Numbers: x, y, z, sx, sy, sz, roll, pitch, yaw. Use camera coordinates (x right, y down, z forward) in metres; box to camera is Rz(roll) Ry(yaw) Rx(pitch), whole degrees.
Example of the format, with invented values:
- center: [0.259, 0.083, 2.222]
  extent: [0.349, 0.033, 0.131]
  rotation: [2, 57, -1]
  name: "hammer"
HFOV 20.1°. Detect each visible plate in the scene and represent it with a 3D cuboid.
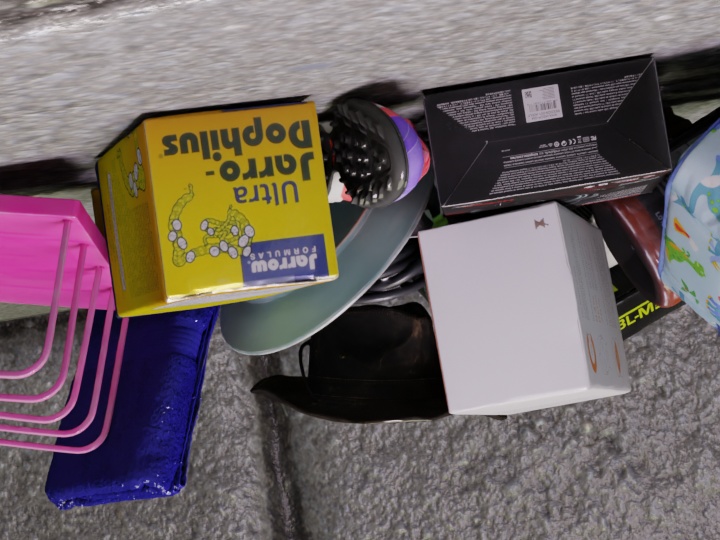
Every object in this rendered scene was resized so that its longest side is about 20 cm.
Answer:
- center: [-0.031, -0.027, 1.430]
  extent: [0.026, 0.201, 0.200]
  rotation: [43, 148, -27]
  name: "plate"

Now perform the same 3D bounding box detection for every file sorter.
- center: [-0.245, 0.040, 1.394]
  extent: [0.138, 0.126, 0.200]
  rotation: [4, 162, 8]
  name: "file sorter"

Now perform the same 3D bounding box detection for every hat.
- center: [0.017, 0.063, 1.516]
  extent: [0.199, 0.081, 0.201]
  rotation: [5, -176, 0]
  name: "hat"

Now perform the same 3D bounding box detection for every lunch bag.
- center: [0.274, -0.053, 1.319]
  extent: [0.161, 0.082, 0.200]
  rotation: [-40, 157, -14]
  name: "lunch bag"

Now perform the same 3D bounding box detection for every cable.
- center: [0.000, 0.000, 1.505]
  extent: [0.162, 0.051, 0.200]
  rotation: [-3, -179, 13]
  name: "cable"

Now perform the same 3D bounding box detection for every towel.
- center: [-0.160, 0.078, 1.507]
  extent: [0.049, 0.201, 0.147]
  rotation: [28, 153, -33]
  name: "towel"

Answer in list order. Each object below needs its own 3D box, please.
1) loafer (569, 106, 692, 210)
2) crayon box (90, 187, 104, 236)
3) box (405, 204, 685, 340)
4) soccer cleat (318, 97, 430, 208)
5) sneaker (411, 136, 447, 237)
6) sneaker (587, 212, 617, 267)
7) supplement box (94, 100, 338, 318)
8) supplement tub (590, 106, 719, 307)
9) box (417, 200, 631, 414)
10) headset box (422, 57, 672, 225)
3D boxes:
- center: [0.163, -0.085, 1.596]
  extent: [0.199, 0.068, 0.076]
  rotation: [-25, 167, 8]
  name: "loafer"
- center: [-0.135, -0.045, 1.588]
  extent: [0.126, 0.051, 0.200]
  rotation: [-9, 178, 1]
  name: "crayon box"
- center: [0.154, -0.007, 1.633]
  extent: [0.192, 0.048, 0.200]
  rotation: [-27, -140, -12]
  name: "box"
- center: [0.016, -0.075, 1.276]
  extent: [0.073, 0.069, 0.200]
  rotation: [-9, -178, -14]
  name: "soccer cleat"
- center: [0.097, -0.072, 1.494]
  extent: [0.199, 0.072, 0.083]
  rotation: [-17, -172, 3]
  name: "sneaker"
- center: [0.251, -0.050, 1.552]
  extent: [0.199, 0.087, 0.075]
  rotation: [-33, 166, -6]
  name: "sneaker"
- center: [-0.095, -0.035, 1.284]
  extent: [0.108, 0.110, 0.200]
  rotation: [-8, 178, -16]
  name: "supplement box"
- center: [0.274, -0.065, 1.476]
  extent: [0.199, 0.107, 0.107]
  rotation: [-31, 180, -6]
  name: "supplement tub"
- center: [0.117, 0.031, 1.403]
  extent: [0.097, 0.125, 0.200]
  rotation: [-12, 173, 14]
  name: "box"
- center: [0.122, -0.081, 1.353]
  extent: [0.148, 0.078, 0.200]
  rotation: [-9, 176, 3]
  name: "headset box"
